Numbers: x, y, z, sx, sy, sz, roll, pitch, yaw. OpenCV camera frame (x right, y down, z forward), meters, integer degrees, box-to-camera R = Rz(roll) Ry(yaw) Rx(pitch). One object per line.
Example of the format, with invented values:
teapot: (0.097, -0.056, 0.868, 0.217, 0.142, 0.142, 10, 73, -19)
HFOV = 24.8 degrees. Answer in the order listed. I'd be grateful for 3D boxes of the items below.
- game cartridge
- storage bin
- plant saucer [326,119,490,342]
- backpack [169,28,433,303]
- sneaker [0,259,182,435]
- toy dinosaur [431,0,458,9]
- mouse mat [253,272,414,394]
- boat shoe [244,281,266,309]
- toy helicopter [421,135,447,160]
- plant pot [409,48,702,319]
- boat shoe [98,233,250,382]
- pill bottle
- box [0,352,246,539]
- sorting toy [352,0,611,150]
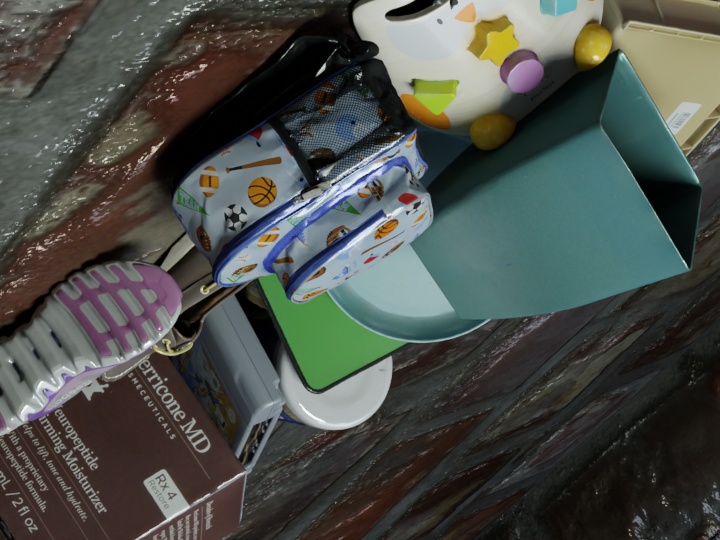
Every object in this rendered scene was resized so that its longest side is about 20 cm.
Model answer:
game cartridge: (-0.127, 0.105, 1.500, 0.042, 0.133, 0.200, -26, 161, -25)
storage bin: (0.234, -0.173, 1.441, 0.198, 0.094, 0.200, 3, 142, -33)
plant saucer: (0.054, -0.038, 1.422, 0.200, 0.200, 0.027, -37, -168, 1)
backpack: (-0.042, -0.060, 1.234, 0.190, 0.154, 0.200, -26, 166, 1)
sneaker: (-0.229, 0.061, 1.304, 0.200, 0.081, 0.088, -32, 170, 2)
toy dinosaur: (0.068, -0.237, 1.114, 0.200, 0.047, 0.088, -31, 134, -21)
mouse mat: (0.000, 0.000, 1.448, 0.200, 0.161, 0.008, -26, -177, -30)
boat shoe: (-0.018, -0.022, 1.490, 0.200, 0.074, 0.069, -23, 130, -43)
toy helicopter: (0.118, -0.072, 1.492, 0.200, 0.132, 0.079, 33, 91, -37)
plant pot: (0.148, -0.053, 1.313, 0.200, 0.141, 0.141, -24, -159, 28)
boat shoe: (-0.158, 0.034, 1.382, 0.200, 0.060, 0.072, -43, 162, 21)
pill bottle: (-0.061, 0.087, 1.524, 0.111, 0.111, 0.200, -29, -169, -23)
box: (-0.231, 0.194, 1.479, 0.200, 0.166, 0.164, -31, 161, -18)
sorting toy: (0.082, -0.194, 1.239, 0.200, 0.107, 0.180, -41, 143, 13)
